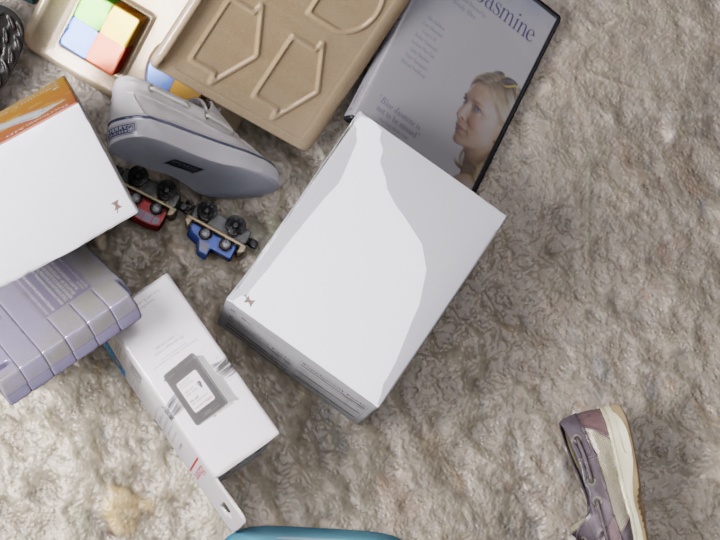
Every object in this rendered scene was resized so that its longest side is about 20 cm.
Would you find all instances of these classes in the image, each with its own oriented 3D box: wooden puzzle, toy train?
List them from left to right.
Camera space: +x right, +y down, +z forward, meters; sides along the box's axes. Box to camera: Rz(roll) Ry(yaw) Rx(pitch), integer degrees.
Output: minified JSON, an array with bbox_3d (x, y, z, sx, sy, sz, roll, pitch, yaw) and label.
[{"bbox_3d":[-0.181,-0.059,1.620,0.199,0.034,0.046,27,79,-2],"label":"toy train"},{"bbox_3d":[-0.165,-0.222,1.605,0.199,0.046,0.186,30,103,-3],"label":"wooden puzzle"},{"bbox_3d":[-0.063,-0.215,1.569,0.199,0.046,0.186,25,104,-44],"label":"wooden puzzle"}]

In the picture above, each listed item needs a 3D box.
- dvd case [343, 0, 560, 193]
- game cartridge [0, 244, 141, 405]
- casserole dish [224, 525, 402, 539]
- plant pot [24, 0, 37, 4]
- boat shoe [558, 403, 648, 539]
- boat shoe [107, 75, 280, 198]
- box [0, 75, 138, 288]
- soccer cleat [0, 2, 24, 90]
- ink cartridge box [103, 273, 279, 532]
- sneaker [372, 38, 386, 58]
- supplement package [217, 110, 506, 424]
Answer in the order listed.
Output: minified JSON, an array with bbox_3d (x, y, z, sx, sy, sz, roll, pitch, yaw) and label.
[{"bbox_3d":[0.084,-0.180,1.667,0.142,0.018,0.201,33,74,-23],"label":"dvd case"},{"bbox_3d":[-0.264,0.026,1.522,0.129,0.200,0.039,-30,123,-15],"label":"game cartridge"},{"bbox_3d":[-0.034,0.275,1.571,0.198,0.039,0.122,5,78,-8],"label":"casserole dish"},{"bbox_3d":[-0.351,-0.346,1.604,0.198,0.141,0.142,20,76,2],"label":"plant pot"},{"bbox_3d":[0.210,0.216,1.606,0.064,0.072,0.202,-8,82,2],"label":"boat shoe"},{"bbox_3d":[-0.134,-0.111,1.571,0.073,0.200,0.066,-12,71,27],"label":"boat shoe"},{"bbox_3d":[-0.259,-0.074,1.492,0.124,0.200,0.098,-29,106,-6],"label":"box"},{"bbox_3d":[-0.348,-0.136,1.604,0.068,0.073,0.201,24,93,-26],"label":"soccer cleat"},{"bbox_3d":[-0.131,0.111,1.551,0.066,0.116,0.201,-34,86,-15],"label":"ink cartridge box"},{"bbox_3d":[-0.046,-0.277,1.673,0.199,0.070,0.100,32,69,-5],"label":"sneaker"},{"bbox_3d":[0.000,0.000,1.596,0.155,0.111,0.201,35,76,0],"label":"supplement package"}]
